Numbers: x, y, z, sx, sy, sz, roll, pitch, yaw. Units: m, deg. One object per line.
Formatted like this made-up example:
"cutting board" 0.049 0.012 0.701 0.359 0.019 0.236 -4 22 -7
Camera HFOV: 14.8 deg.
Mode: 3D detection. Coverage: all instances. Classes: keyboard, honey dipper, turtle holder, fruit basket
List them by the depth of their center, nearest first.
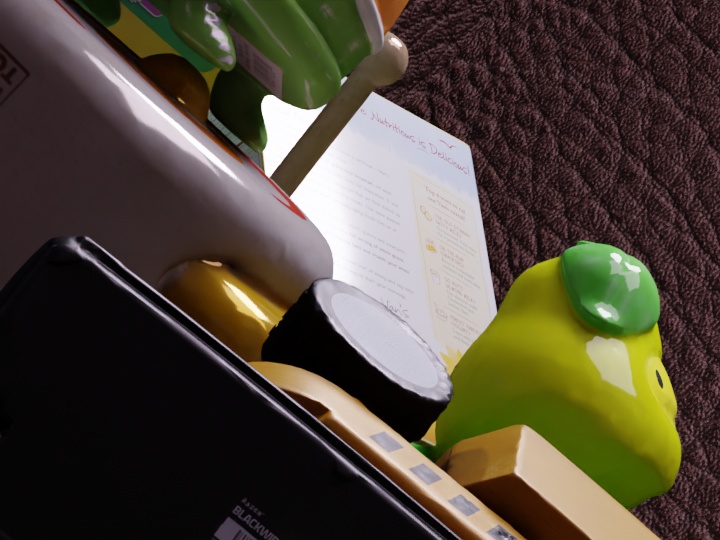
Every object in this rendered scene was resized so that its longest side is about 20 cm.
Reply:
"keyboard" -0.035 0.089 0.738 0.200 0.104 0.040 40 -12 -8
"turtle holder" -0.054 -0.149 1.035 0.185 0.132 0.141 37 -9 34
"fruit basket" 0.076 0.101 1.072 0.155 0.216 0.216 42 2 15
"honey dipper" -0.046 -0.016 1.138 0.038 0.200 0.038 39 6 -5

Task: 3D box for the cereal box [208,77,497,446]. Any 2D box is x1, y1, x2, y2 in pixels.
"cereal box" 0.000 0.000 1.219 0.144 0.039 0.201 27 39 -35

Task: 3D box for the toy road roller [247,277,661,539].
"toy road roller" 0.009 0.112 0.829 0.200 0.123 0.146 39 16 -8

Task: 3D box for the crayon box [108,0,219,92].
"crayon box" -0.076 -0.141 1.148 0.058 0.200 0.119 45 3 39

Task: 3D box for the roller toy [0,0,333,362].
"roller toy" -0.105 -0.020 0.986 0.182 0.140 0.200 41 3 -14
